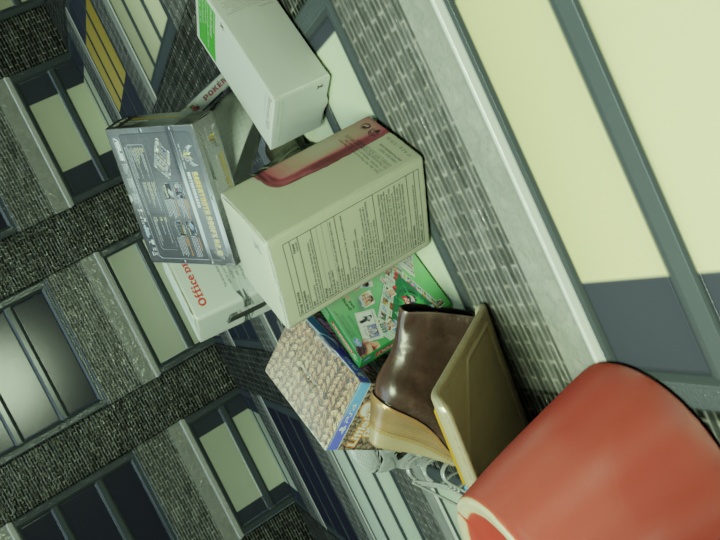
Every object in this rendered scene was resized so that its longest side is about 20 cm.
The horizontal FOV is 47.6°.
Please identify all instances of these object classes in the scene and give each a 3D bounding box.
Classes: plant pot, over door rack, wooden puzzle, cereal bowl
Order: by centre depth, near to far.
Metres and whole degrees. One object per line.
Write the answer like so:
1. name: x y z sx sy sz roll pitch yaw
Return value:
1. plant pot: 0.190 0.209 0.696 0.201 0.175 0.202 50 159 28
2. wooden puzzle: 0.126 0.159 0.833 0.037 0.200 0.188 -14 109 26
3. over door rack: 0.164 0.298 1.047 0.199 0.067 0.148 40 162 -5
4. cereal bowl: -0.203 -0.170 1.184 0.082 0.204 0.200 19 160 -5

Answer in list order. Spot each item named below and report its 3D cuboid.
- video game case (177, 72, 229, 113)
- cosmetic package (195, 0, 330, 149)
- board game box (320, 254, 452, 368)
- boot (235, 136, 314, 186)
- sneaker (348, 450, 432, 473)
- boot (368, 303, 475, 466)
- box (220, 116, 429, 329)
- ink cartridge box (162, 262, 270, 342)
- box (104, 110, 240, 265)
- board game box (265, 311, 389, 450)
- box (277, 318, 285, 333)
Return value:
1. video game case: -0.237 -0.246 1.207 0.023 0.183 0.199 46 165 -16
2. cosmetic package: -0.125 -0.270 1.021 0.202 0.084 0.108 57 159 18
3. board game box: 0.000 0.000 0.981 0.202 0.133 0.029 55 158 22
4. boot: -0.126 -0.137 1.135 0.199 0.129 0.069 33 148 56
5. sneaker: 0.032 0.219 1.154 0.115 0.198 0.076 43 110 39
6. boot: 0.110 0.131 0.927 0.072 0.196 0.170 -135 59 -65
7. box: -0.034 -0.055 0.891 0.109 0.198 0.130 43 154 40
8. ink cartridge box: -0.192 -0.004 1.255 0.146 0.197 0.084 57 159 23
9. box: -0.242 -0.107 1.095 0.155 0.048 0.204 2 120 30
10. board game box: 0.008 0.141 1.039 0.159 0.197 0.098 43 112 44
11. box: -0.068 0.139 1.228 0.159 0.047 0.203 109 137 -72
